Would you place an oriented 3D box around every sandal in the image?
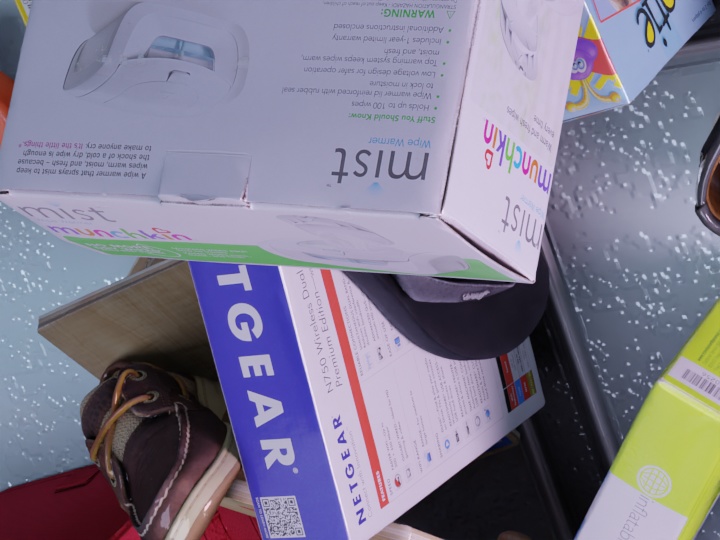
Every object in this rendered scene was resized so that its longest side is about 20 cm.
[{"bbox_3d":[0.028,-0.014,1.188,0.043,0.076,0.200,-5,158,35],"label":"sandal"}]

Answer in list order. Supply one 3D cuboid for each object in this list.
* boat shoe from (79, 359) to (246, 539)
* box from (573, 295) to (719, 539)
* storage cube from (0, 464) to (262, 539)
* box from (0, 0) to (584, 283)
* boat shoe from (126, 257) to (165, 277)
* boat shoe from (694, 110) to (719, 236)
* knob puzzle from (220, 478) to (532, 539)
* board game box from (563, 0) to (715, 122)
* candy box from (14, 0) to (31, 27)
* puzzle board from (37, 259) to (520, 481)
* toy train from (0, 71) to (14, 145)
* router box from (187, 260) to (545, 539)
[{"bbox_3d":[-0.097,0.080,1.254,0.072,0.200,0.072,28,101,-10],"label":"boat shoe"},{"bbox_3d":[0.140,0.102,1.260,0.048,0.122,0.200,31,128,11],"label":"box"},{"bbox_3d":[-0.147,0.219,1.466,0.199,0.180,0.171,-15,109,37],"label":"storage cube"},{"bbox_3d":[-0.024,-0.094,1.062,0.199,0.097,0.177,3,76,28],"label":"box"},{"bbox_3d":[-0.074,0.002,1.363,0.074,0.069,0.200,46,131,-1],"label":"boat shoe"},{"bbox_3d":[0.212,-0.084,1.144,0.072,0.068,0.200,45,129,2],"label":"boat shoe"},{"bbox_3d":[0.003,0.121,1.346,0.219,0.220,0.031,14,82,24],"label":"knob puzzle"},{"bbox_3d":[0.052,-0.167,1.164,0.103,0.105,0.201,-14,109,36],"label":"board game box"},{"bbox_3d":[-0.149,-0.202,1.315,0.102,0.026,0.201,-9,113,32],"label":"candy box"},{"bbox_3d":[-0.038,0.052,1.349,0.150,0.017,0.200,-23,133,33],"label":"puzzle board"},{"bbox_3d":[-0.149,-0.094,1.330,0.150,0.056,0.200,40,136,-9],"label":"toy train"},{"bbox_3d":[0.000,0.000,1.228,0.049,0.179,0.201,-6,105,35],"label":"router box"}]
